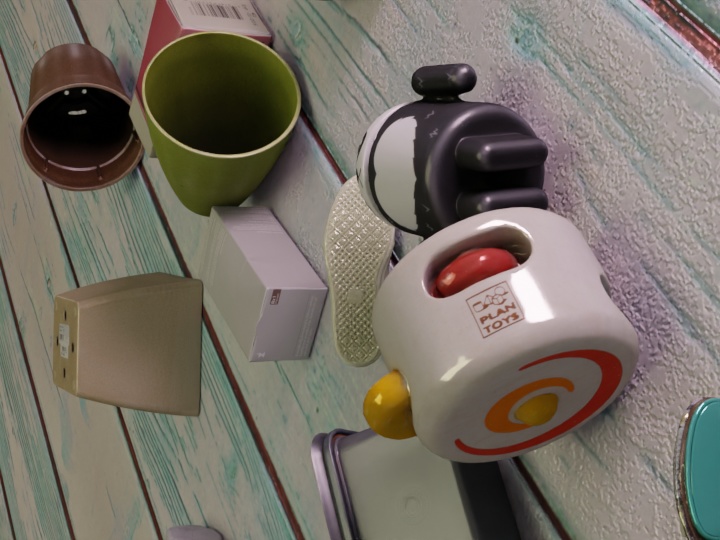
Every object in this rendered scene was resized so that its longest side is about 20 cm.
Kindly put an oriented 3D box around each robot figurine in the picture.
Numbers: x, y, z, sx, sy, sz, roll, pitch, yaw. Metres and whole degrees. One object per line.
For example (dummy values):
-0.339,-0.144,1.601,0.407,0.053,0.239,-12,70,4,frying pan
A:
0.077,-0.086,1.031,0.151,0.125,0.200,-58,29,-8,robot figurine

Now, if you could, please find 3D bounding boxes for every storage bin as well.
0.065,0.221,1.066,0.134,0.145,0.201,-28,61,28,storage bin

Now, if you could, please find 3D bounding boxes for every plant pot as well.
-0.468,-0.269,1.981,0.199,0.199,0.201,-113,35,-50,plant pot
-0.178,-0.158,1.475,0.200,0.186,0.188,108,150,-57,plant pot
-0.355,0.109,1.767,0.199,0.176,0.201,7,97,61,plant pot

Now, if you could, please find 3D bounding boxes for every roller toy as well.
0.109,0.056,0.907,0.183,0.199,0.140,-55,45,38,roller toy

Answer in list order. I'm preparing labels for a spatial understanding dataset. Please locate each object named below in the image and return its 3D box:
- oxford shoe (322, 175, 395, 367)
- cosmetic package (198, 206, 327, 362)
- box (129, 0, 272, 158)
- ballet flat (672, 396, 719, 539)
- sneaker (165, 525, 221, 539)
0.000,0.000,1.241,0.058,0.075,0.201,23,-113,-82,oxford shoe
-0.123,0.013,1.442,0.200,0.090,0.107,51,133,45,cosmetic package
-0.213,-0.255,1.559,0.109,0.127,0.201,60,140,41,box
0.243,0.187,0.792,0.072,0.072,0.201,-42,52,53,ballet flat
-0.217,0.426,1.615,0.200,0.075,0.115,22,106,57,sneaker
